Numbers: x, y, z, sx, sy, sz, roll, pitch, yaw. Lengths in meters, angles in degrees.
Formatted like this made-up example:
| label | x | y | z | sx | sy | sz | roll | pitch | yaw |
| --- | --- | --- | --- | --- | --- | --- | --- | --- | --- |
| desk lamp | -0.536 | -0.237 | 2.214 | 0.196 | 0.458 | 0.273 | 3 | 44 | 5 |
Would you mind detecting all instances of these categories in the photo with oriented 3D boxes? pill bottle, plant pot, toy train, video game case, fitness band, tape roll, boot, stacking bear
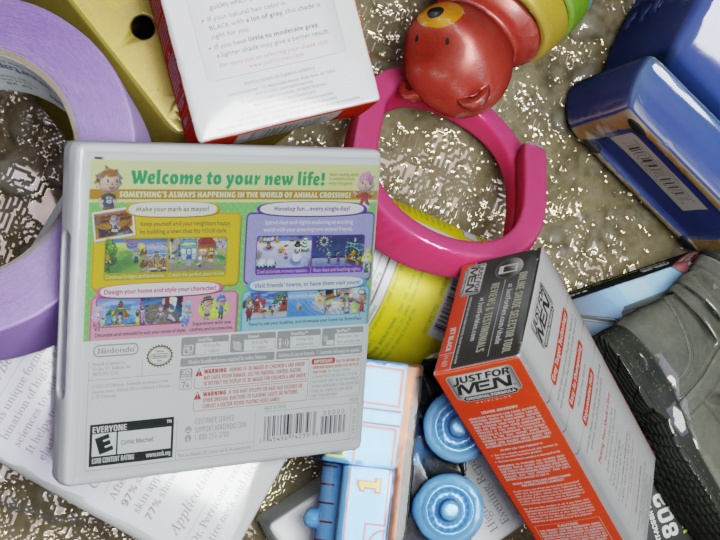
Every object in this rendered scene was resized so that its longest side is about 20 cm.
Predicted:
| label | x | y | z | sx | sy | sz | roll | pitch | yaw |
| --- | --- | --- | --- | --- | --- | --- | --- | --- | --- |
| pill bottle | 0.000 | 0.000 | 1.018 | 0.199 | 0.109 | 0.110 | 24 | 82 | -10 |
| plant pot | 0.271 | -0.124 | 1.047 | 0.200 | 0.200 | 0.180 | 44 | 85 | -7 |
| toy train | 0.021 | 0.149 | 0.957 | 0.114 | 0.087 | 0.201 | 7 | 84 | -2 |
| video game case | -0.077 | 0.020 | 0.832 | 0.199 | 0.022 | 0.183 | -2 | 100 | -37 |
| fitness band | 0.058 | -0.068 | 1.011 | 0.143 | 0.037 | 0.200 | 22 | 39 | -11 |
| plant pot | -0.116 | -0.164 | 0.968 | 0.200 | 0.176 | 0.200 | -39 | 96 | -12 |
| tape roll | -0.219 | -0.052 | 0.841 | 0.199 | 0.066 | 0.201 | -1 | 75 | 3 |
| boot | 0.257 | 0.094 | 1.030 | 0.130 | 0.068 | 0.201 | -31 | 95 | -18 |
| stacking bear | 0.100 | -0.193 | 1.034 | 0.200 | 0.121 | 0.114 | -55 | 142 | -22 |

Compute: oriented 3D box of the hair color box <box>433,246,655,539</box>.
| label | x | y | z | sx | sy | sz | roll | pitch | yaw |
| --- | --- | --- | --- | --- | --- | --- | --- | --- | --- |
| hair color box | 0.122 | 0.094 | 0.939 | 0.200 | 0.061 | 0.102 | 59 | 32 | -31 |

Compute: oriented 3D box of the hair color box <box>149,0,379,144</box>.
| label | x | y | z | sx | sy | sz | roll | pitch | yaw |
| --- | --- | --- | --- | --- | --- | --- | --- | --- | --- |
| hair color box | -0.070 | -0.178 | 0.857 | 0.110 | 0.064 | 0.201 | -14 | 91 | -12 |

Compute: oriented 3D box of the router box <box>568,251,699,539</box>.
| label | x | y | z | sx | sy | sz | roll | pitch | yaw |
| --- | --- | --- | --- | --- | --- | --- | --- | --- | --- |
| router box | 0.207 | 0.102 | 1.081 | 0.149 | 0.062 | 0.201 | -18 | 90 | -12 |

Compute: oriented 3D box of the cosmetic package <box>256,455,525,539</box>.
| label | x | y | z | sx | sy | sz | roll | pitch | yaw |
| --- | --- | --- | --- | --- | --- | --- | --- | --- | --- |
| cosmetic package | 0.038 | 0.163 | 1.035 | 0.200 | 0.074 | 0.102 | -33 | 92 | -14 |

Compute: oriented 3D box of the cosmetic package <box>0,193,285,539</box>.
| label | x | y | z | sx | sy | sz | roll | pitch | yaw |
| --- | --- | --- | --- | --- | --- | --- | --- | --- | --- |
| cosmetic package | -0.146 | 0.072 | 0.951 | 0.200 | 0.166 | 0.168 | 32 | 80 | -10 |
